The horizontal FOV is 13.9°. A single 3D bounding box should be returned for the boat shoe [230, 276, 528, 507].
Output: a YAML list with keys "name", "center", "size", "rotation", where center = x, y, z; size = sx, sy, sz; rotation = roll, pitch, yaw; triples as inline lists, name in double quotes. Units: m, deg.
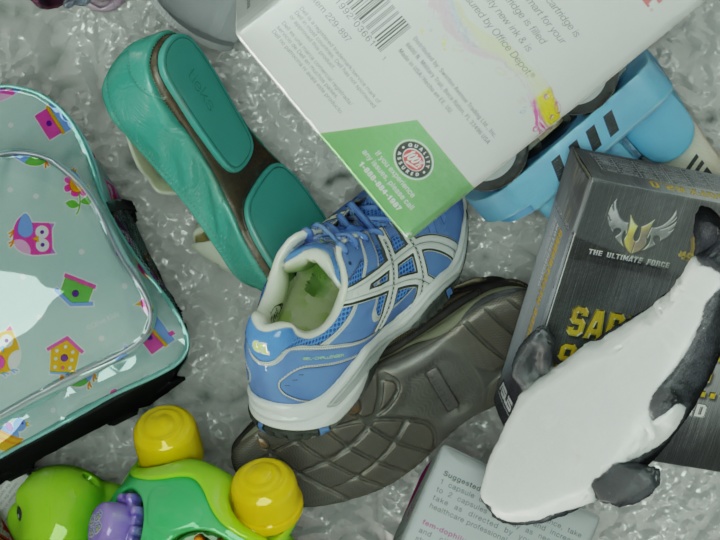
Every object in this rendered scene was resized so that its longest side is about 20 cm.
- name: "boat shoe"
  center: [0.018, 0.068, 1.675]
  size: [0.199, 0.073, 0.075]
  rotation: [-26, 111, -1]

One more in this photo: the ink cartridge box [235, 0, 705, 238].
- name: "ink cartridge box"
  center: [0.055, -0.140, 1.521]
  size: [0.200, 0.088, 0.145]
  rotation: [-39, 104, 10]

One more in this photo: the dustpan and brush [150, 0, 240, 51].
- name: "dustpan and brush"
  center: [-0.105, -0.201, 1.600]
  size: [0.199, 0.057, 0.140]
  rotation: [17, 101, -37]

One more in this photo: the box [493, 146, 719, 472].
- name: "box"
  center: [0.190, 0.028, 1.624]
  size: [0.199, 0.048, 0.159]
  rotation: [10, 112, -16]

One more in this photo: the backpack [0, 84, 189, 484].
- name: "backpack"
  center: [-0.205, 0.000, 1.642]
  size: [0.175, 0.153, 0.201]
  rotation: [-28, 80, -5]

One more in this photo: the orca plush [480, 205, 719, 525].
- name: "orca plush"
  center: [0.144, 0.055, 1.580]
  size: [0.105, 0.071, 0.201]
  rotation: [33, 105, 24]

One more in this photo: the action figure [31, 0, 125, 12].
- name: "action figure"
  center: [-0.226, -0.232, 1.650]
  size: [0.199, 0.149, 0.135]
  rotation: [24, 103, 23]

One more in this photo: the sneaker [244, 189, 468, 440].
- name: "sneaker"
  center: [0.000, 0.000, 1.621]
  size: [0.075, 0.200, 0.077]
  rotation: [13, 141, 25]

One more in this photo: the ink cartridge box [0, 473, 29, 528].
- name: "ink cartridge box"
  center: [-0.259, 0.163, 1.732]
  size: [0.199, 0.050, 0.161]
  rotation: [34, 99, -17]

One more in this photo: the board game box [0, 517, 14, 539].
- name: "board game box"
  center: [-0.248, 0.289, 1.639]
  size: [0.199, 0.200, 0.201]
  rotation: [-28, 109, 7]

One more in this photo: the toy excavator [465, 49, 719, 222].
- name: "toy excavator"
  center: [0.163, -0.068, 1.646]
  size: [0.194, 0.100, 0.200]
  rotation: [-39, 107, 8]

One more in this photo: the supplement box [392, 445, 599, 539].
- name: "supplement box"
  center: [0.045, 0.213, 1.645]
  size: [0.103, 0.101, 0.201]
  rotation: [23, 76, 0]

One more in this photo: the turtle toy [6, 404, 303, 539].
- name: "turtle toy"
  center: [-0.108, 0.158, 1.652]
  size: [0.199, 0.101, 0.146]
  rotation: [25, 144, 33]

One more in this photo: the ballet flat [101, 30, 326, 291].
- name: "ballet flat"
  center: [-0.079, -0.047, 1.671]
  size: [0.070, 0.067, 0.201]
  rotation: [-16, 117, 42]
